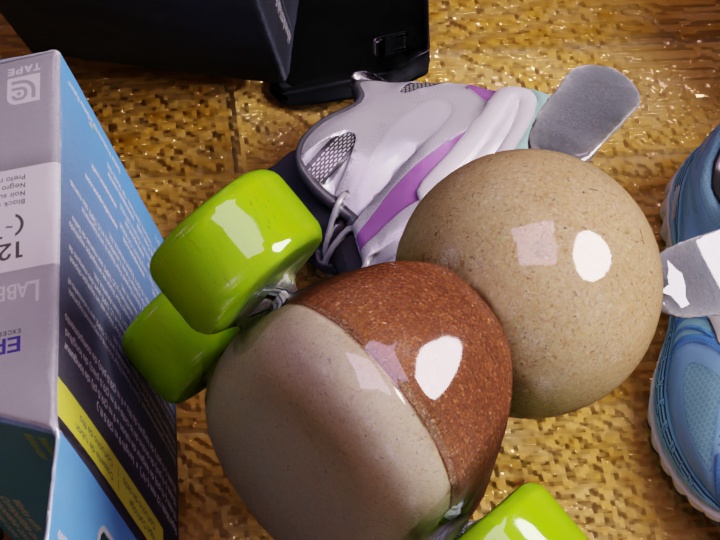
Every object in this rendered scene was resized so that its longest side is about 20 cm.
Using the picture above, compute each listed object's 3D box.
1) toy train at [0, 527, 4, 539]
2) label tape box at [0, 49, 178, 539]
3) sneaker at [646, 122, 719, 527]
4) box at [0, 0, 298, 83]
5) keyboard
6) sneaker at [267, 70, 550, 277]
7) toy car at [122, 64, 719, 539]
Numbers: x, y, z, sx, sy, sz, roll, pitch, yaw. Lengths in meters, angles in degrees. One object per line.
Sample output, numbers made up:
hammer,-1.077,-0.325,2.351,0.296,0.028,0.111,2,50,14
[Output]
toy train,-0.193,0.150,0.809,0.056,0.042,0.200,30,57,2
label tape box,-0.114,0.044,0.818,0.066,0.144,0.201,-9,56,10
sneaker,0.158,0.013,0.909,0.078,0.090,0.201,1,57,-5
box,-0.081,-0.198,0.917,0.123,0.200,0.198,6,81,4
keyboard,0.012,-0.156,1.050,0.103,0.040,0.201,-10,56,15
sneaker,0.000,0.000,0.917,0.139,0.078,0.201,13,51,8
toy car,0.047,0.016,0.791,0.200,0.158,0.164,-38,83,-22
